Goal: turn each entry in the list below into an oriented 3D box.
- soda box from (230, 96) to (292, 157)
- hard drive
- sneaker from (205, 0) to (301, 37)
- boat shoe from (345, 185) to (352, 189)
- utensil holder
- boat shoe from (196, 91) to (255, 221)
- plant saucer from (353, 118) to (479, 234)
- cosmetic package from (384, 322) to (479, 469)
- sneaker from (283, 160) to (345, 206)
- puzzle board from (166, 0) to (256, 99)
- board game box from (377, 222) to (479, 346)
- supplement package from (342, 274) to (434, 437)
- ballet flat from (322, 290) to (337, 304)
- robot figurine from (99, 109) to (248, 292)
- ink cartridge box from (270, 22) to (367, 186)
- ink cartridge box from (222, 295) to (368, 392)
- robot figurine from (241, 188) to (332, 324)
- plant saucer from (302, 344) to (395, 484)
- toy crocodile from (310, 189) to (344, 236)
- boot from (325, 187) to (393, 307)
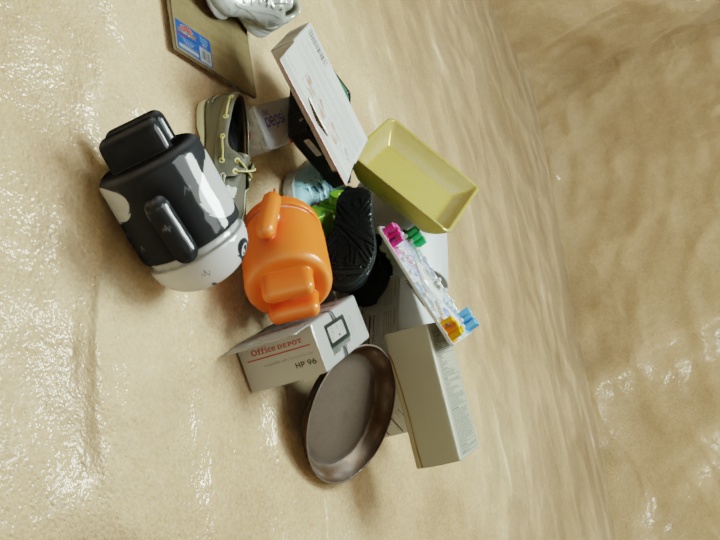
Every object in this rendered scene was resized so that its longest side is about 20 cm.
[{"bbox_3d":[-0.133,-0.217,1.332,0.068,0.063,0.200,70,22,-9],"label":"soda box"},{"bbox_3d":[-0.062,-0.246,1.384,0.140,0.038,0.200,46,35,-47],"label":"hard drive"},{"bbox_3d":[-0.162,-0.410,1.316,0.200,0.099,0.075,0,77,-65],"label":"sneaker"},{"bbox_3d":[-0.028,-0.061,1.475,0.062,0.073,0.200,28,45,-39],"label":"boat shoe"},{"bbox_3d":[0.074,-0.054,1.562,0.170,0.170,0.200,45,36,-49],"label":"utensil holder"},{"bbox_3d":[-0.176,-0.147,1.186,0.072,0.060,0.202,30,47,-60],"label":"boat shoe"},{"bbox_3d":[0.084,-0.148,1.464,0.200,0.048,0.200,39,35,1],"label":"plant saucer"},{"bbox_3d":[0.106,0.179,1.306,0.103,0.073,0.201,0,74,-67],"label":"cosmetic package"},{"bbox_3d":[-0.062,-0.145,1.420,0.074,0.082,0.200,61,28,-23],"label":"sneaker"},{"bbox_3d":[-0.220,-0.349,1.289,0.200,0.017,0.151,21,57,-62],"label":"puzzle board"},{"bbox_3d":[0.109,0.015,1.350,0.200,0.026,0.200,58,13,7],"label":"board game box"},{"bbox_3d":[0.048,0.141,1.438,0.156,0.111,0.200,52,30,-40],"label":"supplement package"},{"bbox_3d":[-0.065,0.038,1.327,0.075,0.068,0.200,-111,179,-64],"label":"ballet flat"},{"bbox_3d":[-0.205,-0.073,0.980,0.150,0.125,0.200,-48,119,-44],"label":"robot figurine"},{"bbox_3d":[-0.064,-0.233,1.266,0.200,0.045,0.176,62,24,-23],"label":"ink cartridge box"},{"bbox_3d":[-0.081,0.099,1.159,0.200,0.116,0.068,-30,100,-66],"label":"ink cartridge box"},{"bbox_3d":[-0.100,-0.021,1.166,0.144,0.117,0.200,31,28,-32],"label":"robot figurine"},{"bbox_3d":[-0.020,0.199,1.246,0.200,0.032,0.201,-20,116,-49],"label":"plant saucer"},{"bbox_3d":[-0.061,-0.077,1.349,0.200,0.062,0.068,-36,138,-49],"label":"toy crocodile"},{"bbox_3d":[0.000,0.000,1.310,0.168,0.076,0.200,75,15,-44],"label":"boot"}]
